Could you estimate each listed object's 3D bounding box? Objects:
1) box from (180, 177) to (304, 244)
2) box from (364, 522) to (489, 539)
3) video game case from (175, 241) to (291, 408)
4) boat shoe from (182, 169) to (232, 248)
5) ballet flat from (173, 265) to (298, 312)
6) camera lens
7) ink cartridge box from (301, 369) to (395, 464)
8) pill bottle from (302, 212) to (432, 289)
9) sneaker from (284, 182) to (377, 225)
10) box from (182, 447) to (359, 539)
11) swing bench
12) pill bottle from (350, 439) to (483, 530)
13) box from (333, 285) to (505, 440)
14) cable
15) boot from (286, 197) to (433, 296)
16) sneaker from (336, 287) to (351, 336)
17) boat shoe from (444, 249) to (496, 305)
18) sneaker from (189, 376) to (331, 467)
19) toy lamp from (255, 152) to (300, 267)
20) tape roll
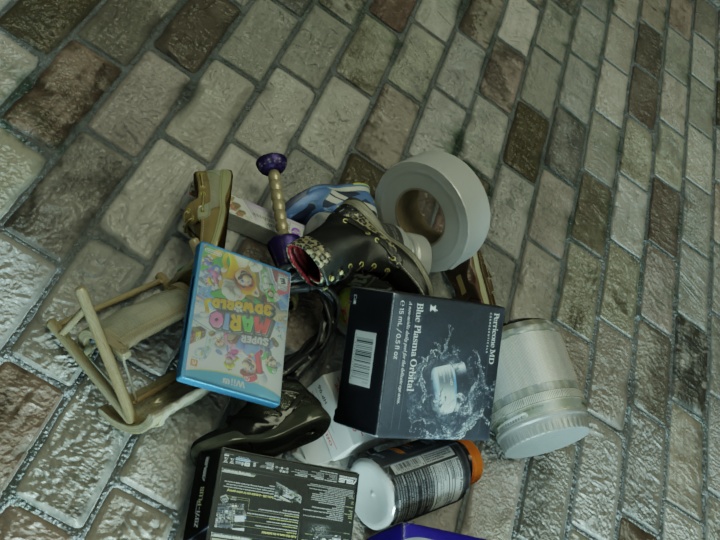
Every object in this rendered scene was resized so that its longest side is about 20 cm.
[{"bbox_3d":[-0.187,-0.085,1.452,0.200,0.041,0.039,22,51,-20],"label":"box"},{"bbox_3d":[0.105,0.465,1.237,0.184,0.105,0.200,19,51,-25],"label":"box"},{"bbox_3d":[-0.163,0.070,1.208,0.143,0.018,0.200,21,55,-28],"label":"video game case"},{"bbox_3d":[-0.229,-0.075,1.340,0.066,0.074,0.200,6,42,-7],"label":"boat shoe"},{"bbox_3d":[-0.178,0.032,1.359,0.200,0.071,0.071,7,57,-35],"label":"ballet flat"},{"bbox_3d":[0.277,0.190,1.505,0.160,0.160,0.200,4,59,-33],"label":"camera lens"},{"bbox_3d":[-0.004,0.207,1.361,0.200,0.068,0.116,-11,67,-39],"label":"ink cartridge box"},{"bbox_3d":[0.010,-0.027,1.499,0.200,0.113,0.113,8,56,-30],"label":"pill bottle"},{"bbox_3d":[-0.048,-0.097,1.535,0.200,0.074,0.082,-11,69,-38],"label":"sneaker"},{"bbox_3d":[-0.114,0.324,1.162,0.200,0.086,0.164,16,70,-26],"label":"box"},{"bbox_3d":[-0.267,0.095,1.215,0.199,0.130,0.200,-28,84,-44],"label":"swing bench"},{"bbox_3d":[0.088,0.302,1.335,0.200,0.106,0.106,-8,66,-39],"label":"pill bottle"},{"bbox_3d":[0.085,0.132,1.292,0.200,0.117,0.197,8,88,-32],"label":"box"},{"bbox_3d":[-0.107,0.070,1.357,0.200,0.051,0.163,-45,116,-31],"label":"cable"},{"bbox_3d":[-0.001,0.000,1.358,0.204,0.073,0.154,49,50,7],"label":"boot"},{"bbox_3d":[0.010,0.069,1.410,0.078,0.090,0.200,2,27,-17],"label":"sneaker"},{"bbox_3d":[0.200,0.007,1.648,0.075,0.075,0.203,15,58,-44],"label":"boat shoe"},{"bbox_3d":[-0.152,0.205,1.261,0.199,0.076,0.114,-19,49,-24],"label":"sneaker"},{"bbox_3d":[-0.126,-0.090,1.430,0.058,0.058,0.200,5,60,-33],"label":"toy lamp"},{"bbox_3d":[0.122,-0.100,1.567,0.071,0.202,0.203,-29,79,-44],"label":"tape roll"}]
